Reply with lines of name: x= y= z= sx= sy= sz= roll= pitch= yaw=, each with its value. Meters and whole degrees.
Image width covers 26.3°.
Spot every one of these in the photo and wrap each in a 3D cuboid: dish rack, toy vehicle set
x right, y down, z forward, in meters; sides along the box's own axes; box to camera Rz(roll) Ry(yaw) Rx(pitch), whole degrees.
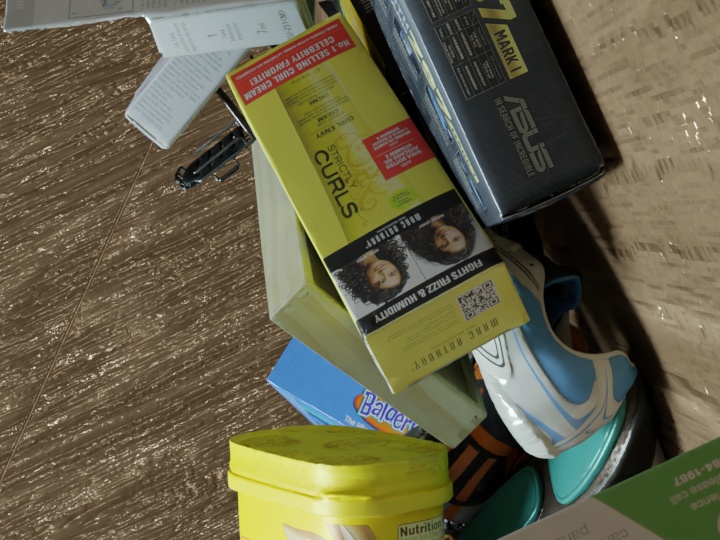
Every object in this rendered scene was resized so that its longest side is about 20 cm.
dish rack: x=-0.056 y=-0.133 z=1.065 sx=0.055 sy=0.200 sz=0.153 roll=51 pitch=-179 yaw=-10
toy vehicle set: x=0.000 y=0.000 z=0.835 sx=0.124 sy=0.027 sz=0.200 roll=37 pitch=-161 yaw=-23

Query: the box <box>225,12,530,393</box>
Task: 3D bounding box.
box: x=0.003 y=-0.039 z=0.743 sx=0.201 sy=0.075 sz=0.050 roll=62 pitch=180 yaw=42

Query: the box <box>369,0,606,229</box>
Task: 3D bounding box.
box: x=0.035 y=-0.117 z=0.671 sx=0.158 sy=0.051 sz=0.201 roll=17 pitch=-132 yaw=-88

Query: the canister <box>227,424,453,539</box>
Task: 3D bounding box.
canister: x=-0.010 y=0.195 z=0.857 sx=0.148 sy=0.086 sz=0.202 roll=2 pitch=95 yaw=57

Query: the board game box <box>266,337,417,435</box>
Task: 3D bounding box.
board game box: x=0.043 y=0.128 z=1.114 sx=0.199 sy=0.045 sz=0.152 roll=28 pitch=169 yaw=22

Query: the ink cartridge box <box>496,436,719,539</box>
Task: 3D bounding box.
ink cartridge box: x=0.119 y=0.167 z=0.473 sx=0.085 sy=0.145 sz=0.201 roll=70 pitch=175 yaw=-57

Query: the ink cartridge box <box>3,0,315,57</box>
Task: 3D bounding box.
ink cartridge box: x=-0.114 y=-0.218 z=0.913 sx=0.044 sy=0.172 sz=0.201 roll=68 pitch=-161 yaw=-60

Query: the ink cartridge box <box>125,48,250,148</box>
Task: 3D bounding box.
ink cartridge box: x=-0.079 y=-0.176 z=1.034 sx=0.043 sy=0.200 sz=0.196 roll=39 pitch=-177 yaw=-11

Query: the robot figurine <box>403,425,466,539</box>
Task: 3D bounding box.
robot figurine: x=0.054 y=0.193 z=0.968 sx=0.058 sy=0.144 sz=0.201 roll=59 pitch=-132 yaw=-68

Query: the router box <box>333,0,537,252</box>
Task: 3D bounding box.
router box: x=0.039 y=-0.097 z=0.892 sx=0.200 sy=0.052 sz=0.158 roll=68 pitch=178 yaw=-51

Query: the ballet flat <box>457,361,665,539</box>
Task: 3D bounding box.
ballet flat: x=0.118 y=0.112 z=0.815 sx=0.200 sy=0.068 sz=0.068 roll=122 pitch=151 yaw=-47

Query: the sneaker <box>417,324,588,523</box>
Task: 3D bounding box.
sneaker: x=0.105 y=0.067 z=0.922 sx=0.077 sy=0.112 sz=0.200 roll=38 pitch=-149 yaw=2

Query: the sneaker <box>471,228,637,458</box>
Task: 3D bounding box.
sneaker: x=0.064 y=0.005 z=0.768 sx=0.200 sy=0.072 sz=0.072 roll=55 pitch=-179 yaw=35
